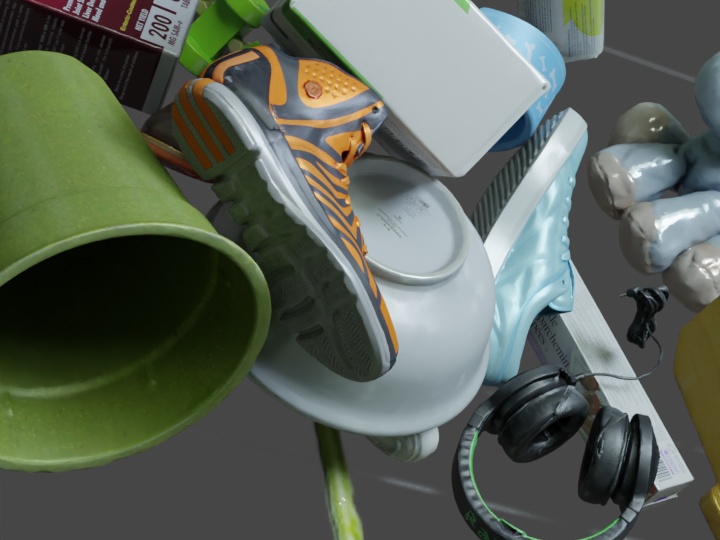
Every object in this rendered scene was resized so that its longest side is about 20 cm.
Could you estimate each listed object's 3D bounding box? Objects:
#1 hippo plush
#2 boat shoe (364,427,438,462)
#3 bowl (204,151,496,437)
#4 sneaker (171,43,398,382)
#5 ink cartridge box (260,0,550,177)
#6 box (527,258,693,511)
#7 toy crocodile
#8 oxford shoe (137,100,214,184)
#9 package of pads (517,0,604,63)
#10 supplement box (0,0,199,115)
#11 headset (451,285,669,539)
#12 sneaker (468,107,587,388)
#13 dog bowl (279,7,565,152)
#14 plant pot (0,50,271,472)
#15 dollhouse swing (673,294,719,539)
[{"bbox_3d":[0.280,-0.069,1.889,0.199,0.161,0.160,27,45,-18],"label":"hippo plush"},{"bbox_3d":[-0.031,0.045,1.635,0.068,0.072,0.200,-30,81,-32],"label":"boat shoe"},{"bbox_3d":[0.006,-0.005,1.587,0.200,0.090,0.202,16,47,-18],"label":"bowl"},{"bbox_3d":[-0.014,-0.042,1.493,0.112,0.077,0.201,-35,100,-40],"label":"sneaker"},{"bbox_3d":[0.023,-0.135,1.612,0.146,0.084,0.200,45,-3,-7],"label":"ink cartridge box"},{"bbox_3d":[0.156,0.070,1.776,0.041,0.039,0.201,-11,65,-43],"label":"box"},{"bbox_3d":[-0.120,-0.192,1.752,0.200,0.067,0.062,47,12,3],"label":"toy crocodile"},{"bbox_3d":[-0.088,-0.101,1.647,0.071,0.073,0.200,26,16,10],"label":"oxford shoe"},{"bbox_3d":[0.147,-0.272,1.958,0.068,0.155,0.201,-1,49,7],"label":"package of pads"},{"bbox_3d":[-0.202,-0.184,1.655,0.199,0.061,0.109,19,46,-5],"label":"supplement box"},{"bbox_3d":[0.142,0.098,1.687,0.123,0.094,0.200,30,56,11],"label":"headset"},{"bbox_3d":[0.113,-0.010,1.753,0.082,0.074,0.201,33,75,-14],"label":"sneaker"},{"bbox_3d":[0.036,-0.136,1.772,0.199,0.112,0.050,15,61,6],"label":"dog bowl"},{"bbox_3d":[-0.174,-0.020,1.507,0.199,0.200,0.190,6,42,-34],"label":"plant pot"},{"bbox_3d":[0.337,0.098,1.773,0.181,0.200,0.177,15,49,-27],"label":"dollhouse swing"}]
